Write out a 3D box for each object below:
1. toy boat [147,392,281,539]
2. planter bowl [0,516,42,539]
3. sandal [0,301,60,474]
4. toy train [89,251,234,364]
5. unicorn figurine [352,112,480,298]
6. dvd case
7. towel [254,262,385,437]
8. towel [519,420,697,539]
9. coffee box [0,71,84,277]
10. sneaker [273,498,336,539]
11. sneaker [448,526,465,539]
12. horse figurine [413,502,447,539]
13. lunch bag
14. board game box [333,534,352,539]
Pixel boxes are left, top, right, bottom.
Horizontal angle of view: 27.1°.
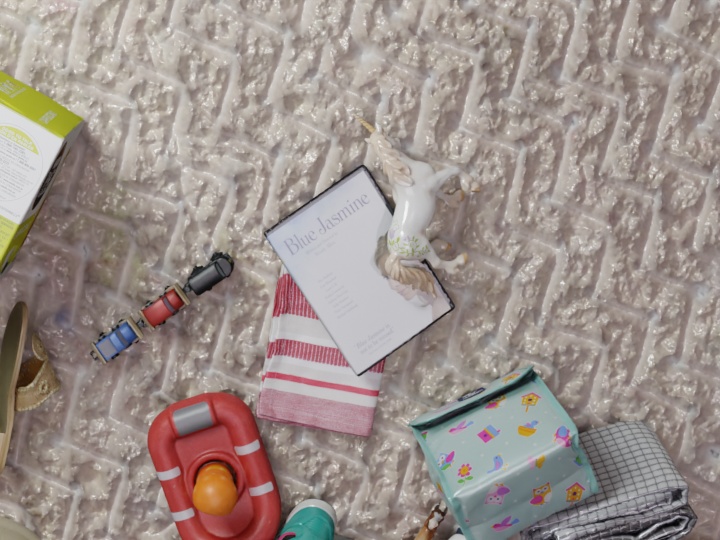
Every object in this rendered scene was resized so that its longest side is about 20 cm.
[{"bbox_3d":[-0.166,0.248,1.719,0.129,0.131,0.202,-19,102,0],"label":"toy boat"},{"bbox_3d":[-0.449,0.400,1.725,0.197,0.135,0.203,-1,101,-4],"label":"planter bowl"},{"bbox_3d":[-0.381,0.137,1.721,0.069,0.078,0.214,9,107,-26],"label":"sandal"},{"bbox_3d":[-0.228,0.045,1.717,0.199,0.046,0.034,-35,102,3],"label":"toy train"},{"bbox_3d":[0.064,-0.079,1.693,0.136,0.074,0.203,12,71,-32],"label":"unicorn figurine"},{"bbox_3d":[0.000,0.000,1.726,0.142,0.018,0.201,-34,97,-4],"label":"dvd case"},{"bbox_3d":[-0.039,0.089,1.754,0.142,0.023,0.203,9,100,-7],"label":"towel"},{"bbox_3d":[0.273,0.268,1.743,0.198,0.166,0.086,-17,115,0],"label":"towel"},{"bbox_3d":[-0.431,-0.115,1.590,0.198,0.200,0.199,29,97,-9],"label":"coffee box"},{"bbox_3d":[-0.090,0.375,1.741,0.083,0.121,0.202,25,112,-3],"label":"sneaker"},{"bbox_3d":[0.176,0.391,1.794,0.199,0.076,0.081,38,67,0],"label":"sneaker"},{"bbox_3d":[0.054,0.391,1.783,0.049,0.133,0.203,11,109,14],"label":"horse figurine"},{"bbox_3d":[0.154,0.197,1.706,0.169,0.201,0.123,-26,124,-1],"label":"lunch bag"},{"bbox_3d":[-0.040,0.433,1.758,0.064,0.148,0.202,18,99,-9],"label":"board game box"}]
